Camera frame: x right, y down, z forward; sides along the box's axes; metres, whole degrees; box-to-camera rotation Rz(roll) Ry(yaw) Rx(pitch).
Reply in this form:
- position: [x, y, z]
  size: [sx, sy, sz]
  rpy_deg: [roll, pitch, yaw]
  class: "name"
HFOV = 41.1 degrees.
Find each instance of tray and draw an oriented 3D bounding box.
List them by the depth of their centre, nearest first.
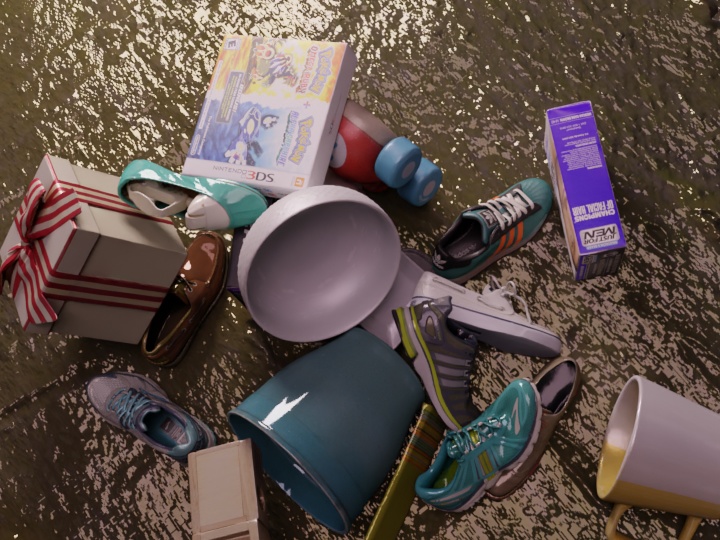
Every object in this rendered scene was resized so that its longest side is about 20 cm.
- position: [0.000, 0.000, 1.231]
  size: [0.200, 0.022, 0.108]
  rpy_deg: [41, 88, -12]
  class: "tray"

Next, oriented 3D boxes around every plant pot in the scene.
- position: [-0.027, 0.180, 1.171]
  size: [0.200, 0.201, 0.188]
  rpy_deg: [38, 67, 18]
  class: "plant pot"

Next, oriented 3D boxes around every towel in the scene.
- position: [0.051, 0.261, 1.179]
  size: [0.018, 0.086, 0.201]
  rpy_deg: [20, 77, 28]
  class: "towel"

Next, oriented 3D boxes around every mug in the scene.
- position: [0.369, 0.230, 1.130]
  size: [0.152, 0.188, 0.150]
  rpy_deg: [17, 43, 5]
  class: "mug"

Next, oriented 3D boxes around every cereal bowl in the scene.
- position: [-0.056, -0.017, 1.148]
  size: [0.199, 0.201, 0.083]
  rpy_deg: [-34, 41, -3]
  class: "cereal bowl"

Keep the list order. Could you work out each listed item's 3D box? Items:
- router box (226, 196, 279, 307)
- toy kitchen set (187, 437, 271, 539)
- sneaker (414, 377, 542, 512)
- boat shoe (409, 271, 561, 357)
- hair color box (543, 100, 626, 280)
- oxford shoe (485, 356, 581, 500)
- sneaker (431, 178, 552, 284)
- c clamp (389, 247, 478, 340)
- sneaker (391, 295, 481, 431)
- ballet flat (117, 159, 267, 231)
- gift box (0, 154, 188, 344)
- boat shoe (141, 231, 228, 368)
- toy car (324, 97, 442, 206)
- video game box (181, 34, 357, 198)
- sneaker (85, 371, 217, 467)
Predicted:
- position: [-0.124, -0.051, 1.270]
  size: [0.051, 0.149, 0.202]
  rpy_deg: [2, 73, 9]
  class: "router box"
- position: [-0.089, 0.318, 1.138]
  size: [0.162, 0.201, 0.182]
  rpy_deg: [-15, 55, 5]
  class: "toy kitchen set"
- position: [0.142, 0.211, 1.143]
  size: [0.201, 0.079, 0.078]
  rpy_deg: [-54, 37, 15]
  class: "sneaker"
- position: [0.166, 0.045, 1.224]
  size: [0.200, 0.075, 0.087]
  rpy_deg: [17, 71, 0]
  class: "boat shoe"
- position: [0.287, -0.101, 1.240]
  size: [0.064, 0.109, 0.202]
  rpy_deg: [-12, 71, 5]
  class: "hair color box"
- position: [0.205, 0.188, 1.181]
  size: [0.070, 0.075, 0.201]
  rpy_deg: [28, 80, 14]
  class: "oxford shoe"
- position: [0.176, -0.059, 1.256]
  size: [0.200, 0.080, 0.071]
  rpy_deg: [-39, 70, -10]
  class: "sneaker"
- position: [0.058, 0.060, 1.275]
  size: [0.199, 0.027, 0.171]
  rpy_deg: [35, 76, 18]
  class: "c clamp"
- position: [0.114, 0.119, 1.174]
  size: [0.080, 0.074, 0.201]
  rpy_deg: [-25, 114, 10]
  class: "sneaker"
- position: [-0.212, -0.081, 1.177]
  size: [0.198, 0.068, 0.071]
  rpy_deg: [16, 48, 17]
  class: "ballet flat"
- position: [-0.345, -0.022, 1.220]
  size: [0.186, 0.186, 0.200]
  rpy_deg: [-60, 42, 19]
  class: "gift box"
- position: [-0.236, 0.034, 1.304]
  size: [0.071, 0.068, 0.202]
  rpy_deg: [15, 76, 13]
  class: "boat shoe"
- position: [-0.030, -0.114, 1.273]
  size: [0.184, 0.177, 0.201]
  rpy_deg: [39, 95, 23]
  class: "toy car"
- position: [-0.114, -0.192, 1.202]
  size: [0.180, 0.047, 0.202]
  rpy_deg: [10, 77, 21]
  class: "video game box"
- position: [-0.280, 0.184, 1.255]
  size: [0.199, 0.086, 0.078]
  rpy_deg: [25, 78, 15]
  class: "sneaker"
